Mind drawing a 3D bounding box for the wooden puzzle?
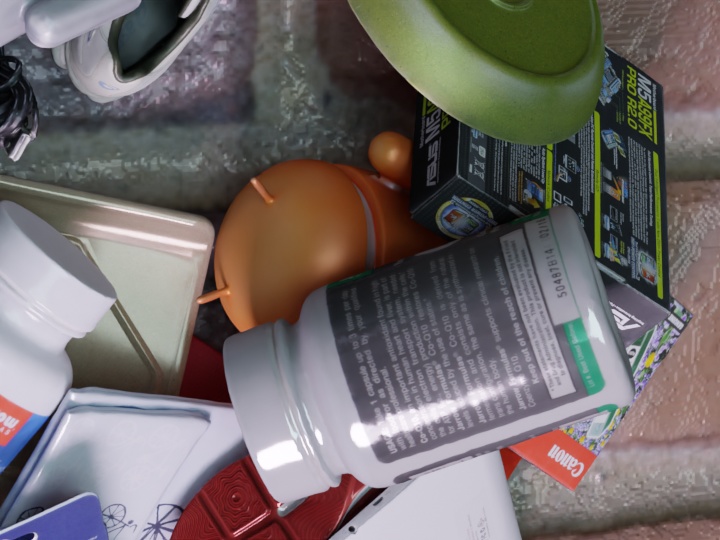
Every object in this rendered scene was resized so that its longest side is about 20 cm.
[{"bbox_3d":[-0.192,0.045,1.431,0.185,0.037,0.200,12,103,-11],"label":"wooden puzzle"}]

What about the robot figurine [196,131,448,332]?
[{"bbox_3d":[0.001,-0.002,1.447,0.200,0.144,0.117,12,65,-39],"label":"robot figurine"}]

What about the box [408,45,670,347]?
[{"bbox_3d":[0.106,-0.071,1.450,0.160,0.200,0.044,32,129,-25],"label":"box"}]

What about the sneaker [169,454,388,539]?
[{"bbox_3d":[-0.010,0.131,1.449,0.200,0.078,0.116,-36,155,9],"label":"sneaker"}]

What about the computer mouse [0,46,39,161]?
[{"bbox_3d":[-0.264,-0.056,1.356,0.200,0.139,0.053,-31,129,-3],"label":"computer mouse"}]

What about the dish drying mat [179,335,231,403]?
[{"bbox_3d":[-0.095,0.087,1.498,0.200,0.018,0.077,36,88,-25],"label":"dish drying mat"}]

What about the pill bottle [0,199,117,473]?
[{"bbox_3d":[-0.226,0.063,1.352,0.112,0.112,0.200,38,97,-24],"label":"pill bottle"}]

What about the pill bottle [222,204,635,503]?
[{"bbox_3d":[0.036,0.048,1.332,0.200,0.113,0.113,-19,110,7],"label":"pill bottle"}]

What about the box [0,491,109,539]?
[{"bbox_3d":[-0.190,0.197,1.385,0.121,0.032,0.200,-23,140,-18],"label":"box"}]

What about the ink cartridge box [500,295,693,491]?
[{"bbox_3d":[0.111,0.081,1.534,0.200,0.050,0.109,-56,143,-2],"label":"ink cartridge box"}]

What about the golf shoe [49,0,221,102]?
[{"bbox_3d":[-0.088,-0.175,1.398,0.078,0.097,0.200,35,87,-22],"label":"golf shoe"}]

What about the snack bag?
[{"bbox_3d":[-0.128,0.149,1.432,0.200,0.021,0.189,8,121,-45],"label":"snack bag"}]

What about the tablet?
[{"bbox_3d":[0.041,0.173,1.470,0.130,0.014,0.200,-40,147,-16],"label":"tablet"}]

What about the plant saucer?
[{"bbox_3d":[0.069,-0.163,1.421,0.200,0.200,0.031,28,134,-24],"label":"plant saucer"}]

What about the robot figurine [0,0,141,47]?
[{"bbox_3d":[-0.193,-0.182,1.331,0.200,0.113,0.170,-34,70,-33],"label":"robot figurine"}]
